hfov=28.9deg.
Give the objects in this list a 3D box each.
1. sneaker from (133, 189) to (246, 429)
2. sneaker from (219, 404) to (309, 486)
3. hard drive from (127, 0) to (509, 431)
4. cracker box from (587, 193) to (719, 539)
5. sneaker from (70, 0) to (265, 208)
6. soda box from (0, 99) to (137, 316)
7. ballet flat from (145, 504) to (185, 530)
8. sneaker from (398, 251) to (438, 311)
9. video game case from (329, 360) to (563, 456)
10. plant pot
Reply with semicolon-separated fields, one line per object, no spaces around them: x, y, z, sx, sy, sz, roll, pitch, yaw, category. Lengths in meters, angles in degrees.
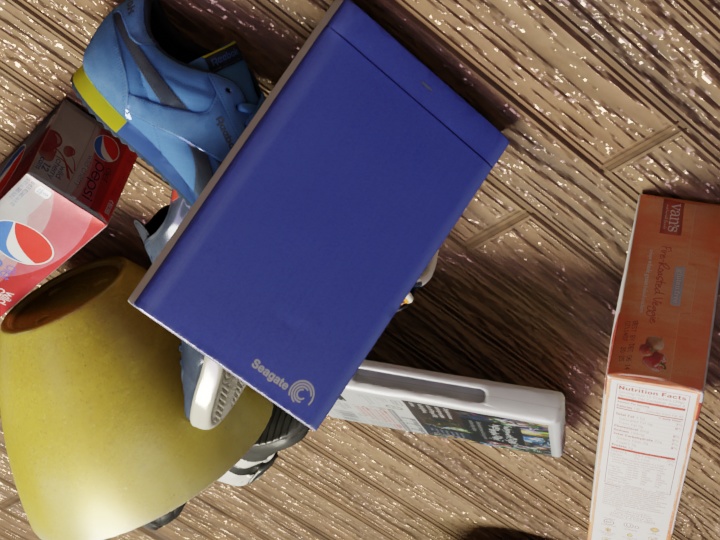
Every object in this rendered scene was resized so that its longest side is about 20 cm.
-0.108;0.004;0.913;0.084;0.075;0.202;15;110;16;sneaker
-0.091;0.131;1.121;0.199;0.075;0.088;-10;136;48;sneaker
-0.019;-0.029;0.780;0.132;0.201;0.025;37;175;-25;hard drive
0.181;0.070;0.864;0.057;0.135;0.201;10;143;12;cracker box
-0.074;-0.076;0.805;0.200;0.066;0.079;43;110;-1;sneaker
-0.232;-0.033;0.961;0.063;0.071;0.199;33;142;-22;soda box
-0.239;0.162;1.254;0.199;0.057;0.066;38;-177;-24;ballet flat
0.000;0.000;0.897;0.079;0.079;0.200;27;143;-5;sneaker
0.051;0.093;0.966;0.179;0.024;0.200;9;168;11;video game case
-0.181;0.076;1.007;0.198;0.200;0.143;-11;114;34;plant pot
